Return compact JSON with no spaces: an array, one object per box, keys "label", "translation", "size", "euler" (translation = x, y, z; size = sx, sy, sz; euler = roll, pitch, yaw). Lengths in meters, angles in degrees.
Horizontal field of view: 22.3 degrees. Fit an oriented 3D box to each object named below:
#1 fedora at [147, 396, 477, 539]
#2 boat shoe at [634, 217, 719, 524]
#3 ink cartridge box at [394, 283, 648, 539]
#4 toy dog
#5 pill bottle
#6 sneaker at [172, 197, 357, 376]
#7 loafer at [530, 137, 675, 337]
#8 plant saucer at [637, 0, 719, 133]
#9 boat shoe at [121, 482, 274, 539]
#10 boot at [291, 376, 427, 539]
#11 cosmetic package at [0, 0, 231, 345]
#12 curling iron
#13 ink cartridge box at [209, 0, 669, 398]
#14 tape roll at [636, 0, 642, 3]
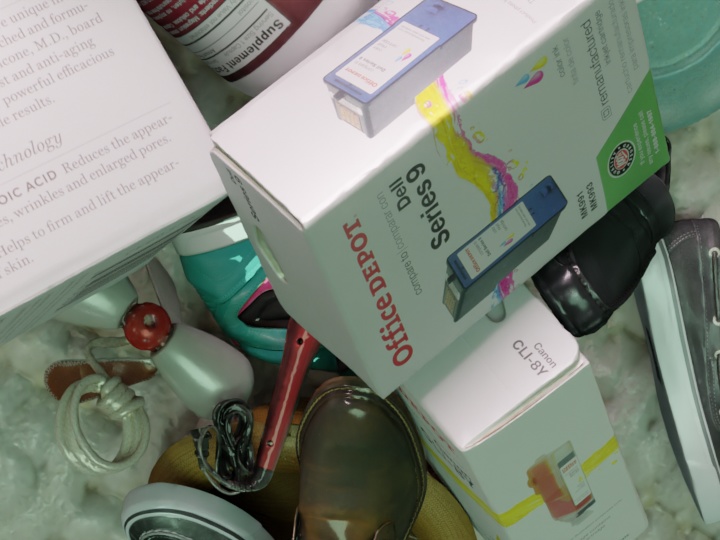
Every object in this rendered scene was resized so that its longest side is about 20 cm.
[{"label":"fedora","translation":[-0.026,0.136,1.095],"size":[0.200,0.082,0.201],"euler":[6,133,7]},{"label":"boat shoe","translation":[0.213,0.059,1.113],"size":[0.066,0.070,0.201],"euler":[-15,106,3]},{"label":"ink cartridge box","translation":[0.071,0.075,1.009],"size":[0.083,0.145,0.200],"euler":[-36,143,-7]},{"label":"toy dog","translation":[-0.161,0.020,1.038],"size":[0.132,0.096,0.200],"euler":[-33,90,-28]},{"label":"pill bottle","translation":[-0.062,-0.166,0.963],"size":[0.200,0.113,0.113],"euler":[38,104,-19]},{"label":"sneaker","translation":[0.000,0.000,1.052],"size":[0.199,0.084,0.121],"euler":[-15,109,9]},{"label":"loafer","translation":[0.134,-0.029,0.991],"size":[0.070,0.201,0.068],"euler":[-29,104,24]},{"label":"plant saucer","translation":[0.159,-0.164,1.025],"size":[0.200,0.039,0.202],"euler":[-2,113,-5]},{"label":"boat shoe","translation":[-0.073,0.204,1.062],"size":[0.073,0.068,0.200],"euler":[-17,127,25]},{"label":"boot","translation":[-0.007,0.151,0.978],"size":[0.074,0.097,0.200],"euler":[6,135,6]},{"label":"cosmetic package","translation":[-0.195,-0.072,0.901],"size":[0.165,0.165,0.200],"euler":[-30,89,-26]},{"label":"curling iron","translation":[-0.038,0.030,0.995],"size":[0.049,0.026,0.201],"euler":[23,92,-23]},{"label":"ink cartridge box","translation":[0.043,-0.058,0.880],"size":[0.200,0.087,0.146],"euler":[-37,141,-12]},{"label":"tape roll","translation":[0.101,-0.230,0.912],"size":[0.201,0.071,0.203],"euler":[-4,125,-5]}]
